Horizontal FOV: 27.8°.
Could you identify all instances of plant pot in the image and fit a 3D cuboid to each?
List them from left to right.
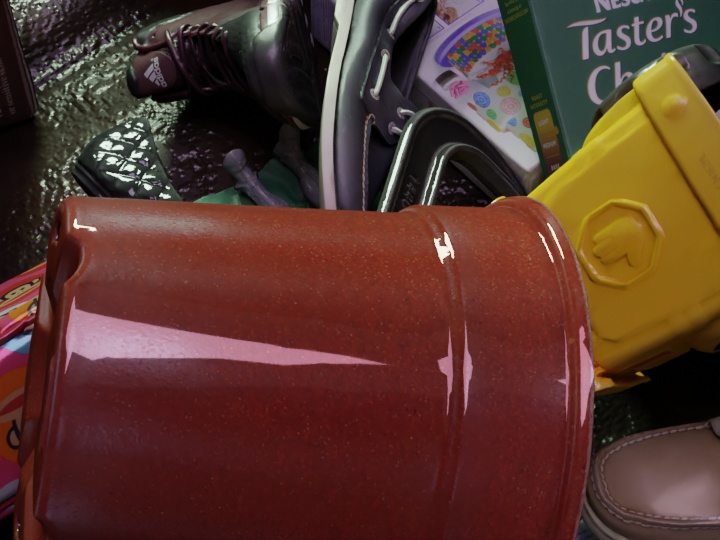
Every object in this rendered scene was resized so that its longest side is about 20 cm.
[{"bbox_3d":[-0.036,0.057,0.595,0.194,0.201,0.202,7,55,-16],"label":"plant pot"}]

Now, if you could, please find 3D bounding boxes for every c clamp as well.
[{"bbox_3d":[0.065,0.015,0.787,0.170,0.027,0.201,34,50,-29],"label":"c clamp"}]

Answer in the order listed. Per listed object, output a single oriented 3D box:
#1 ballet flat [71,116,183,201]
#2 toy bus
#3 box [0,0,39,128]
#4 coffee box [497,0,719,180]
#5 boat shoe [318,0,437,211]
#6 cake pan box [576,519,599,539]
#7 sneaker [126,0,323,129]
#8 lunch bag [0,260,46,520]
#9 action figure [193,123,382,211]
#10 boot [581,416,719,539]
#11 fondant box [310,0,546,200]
[{"bbox_3d":[-0.080,-0.017,0.797,0.200,0.067,0.057,40,78,20],"label":"ballet flat"},{"bbox_3d":[0.136,0.003,0.725,0.191,0.200,0.136,-35,75,18],"label":"toy bus"},{"bbox_3d":[-0.320,-0.166,0.856,0.199,0.165,0.167,-22,61,-15],"label":"box"},{"bbox_3d":[0.158,-0.088,0.827,0.122,0.044,0.202,-14,91,-16],"label":"coffee box"},{"bbox_3d":[0.011,-0.090,0.810,0.062,0.073,0.201,5,53,0],"label":"boat shoe"},{"bbox_3d":[0.189,0.188,0.708,0.199,0.052,0.185,-21,62,-14],"label":"cake pan box"},{"bbox_3d":[-0.085,-0.116,0.856,0.115,0.076,0.200,-14,16,3],"label":"sneaker"},{"bbox_3d":[-0.178,0.051,0.737,0.199,0.176,0.082,-32,108,-18],"label":"lunch bag"},{"bbox_3d":[0.000,0.000,0.825,0.118,0.055,0.200,-33,66,-19],"label":"action figure"},{"bbox_3d":[0.205,0.070,0.663,0.198,0.155,0.073,-2,56,-4],"label":"boot"},{"bbox_3d":[0.084,-0.144,0.916,0.144,0.058,0.200,-36,64,-22],"label":"fondant box"}]
